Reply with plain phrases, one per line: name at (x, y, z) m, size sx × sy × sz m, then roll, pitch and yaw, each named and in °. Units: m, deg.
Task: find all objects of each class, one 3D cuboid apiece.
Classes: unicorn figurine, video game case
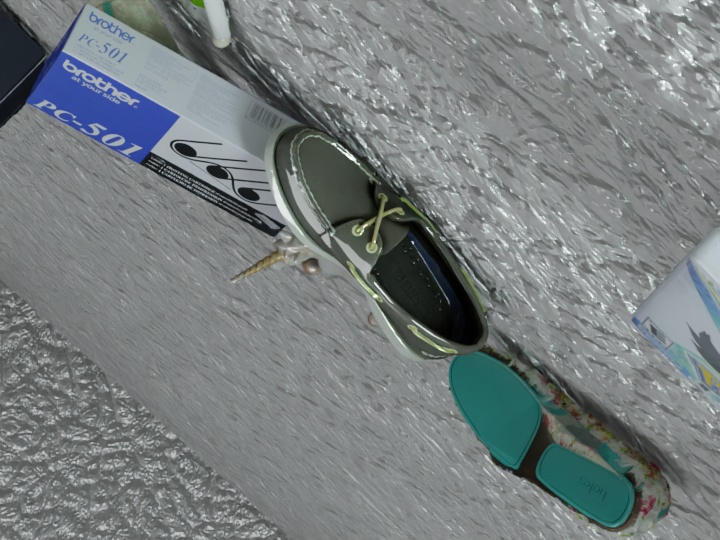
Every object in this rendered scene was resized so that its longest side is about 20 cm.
unicorn figurine at (0.000, 0.000, 1.545) m, size 0.200 × 0.074 × 0.137 m, roll 17°, pitch 177°, yaw -13°
video game case at (0.208, 0.073, 0.971) m, size 0.200 × 0.022 × 0.182 m, roll 46°, pitch 172°, yaw 6°

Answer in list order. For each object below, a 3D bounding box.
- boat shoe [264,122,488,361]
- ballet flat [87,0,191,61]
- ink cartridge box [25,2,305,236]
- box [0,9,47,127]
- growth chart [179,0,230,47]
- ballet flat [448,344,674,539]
boat shoe at (0.014, -0.020, 1.456) m, size 0.202 × 0.072 × 0.060 m, roll 52°, pitch 154°, yaw -22°
ballet flat at (-0.146, -0.128, 1.578) m, size 0.200 × 0.067 × 0.062 m, roll 51°, pitch -163°, yaw -56°
ink cartridge box at (-0.121, -0.100, 1.494) m, size 0.200 × 0.044 × 0.094 m, roll 29°, pitch 153°, yaw -13°
box at (-0.412, -0.219, 2.098) m, size 0.200 × 0.123 × 0.198 m, roll 44°, pitch 170°, yaw -5°
growth chart at (-0.159, -0.226, 1.458) m, size 0.200 × 0.018 × 0.145 m, roll 38°, pitch 167°, yaw 23°
ballet flat at (0.141, 0.122, 1.532) m, size 0.064 × 0.076 × 0.200 m, roll 6°, pitch -151°, yaw -48°
